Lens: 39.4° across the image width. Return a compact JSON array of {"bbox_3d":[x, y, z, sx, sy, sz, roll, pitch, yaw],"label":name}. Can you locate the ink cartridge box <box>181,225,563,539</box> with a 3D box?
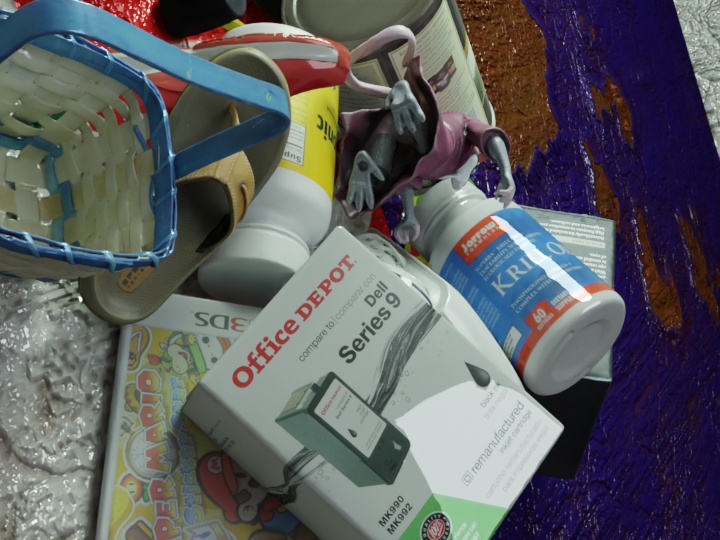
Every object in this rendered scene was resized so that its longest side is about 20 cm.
[{"bbox_3d":[0.006,0.095,0.649,0.200,0.084,0.146,41,65,0],"label":"ink cartridge box"}]

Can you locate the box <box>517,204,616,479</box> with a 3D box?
[{"bbox_3d":[0.188,0.076,1.042,0.198,0.116,0.201,91,10,-52],"label":"box"}]

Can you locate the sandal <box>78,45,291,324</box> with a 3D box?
[{"bbox_3d":[-0.106,-0.047,0.641,0.080,0.054,0.201,36,89,-27],"label":"sandal"}]

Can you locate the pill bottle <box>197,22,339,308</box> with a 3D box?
[{"bbox_3d":[-0.075,-0.079,0.773,0.111,0.110,0.202,35,49,-46],"label":"pill bottle"}]

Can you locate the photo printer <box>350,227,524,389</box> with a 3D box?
[{"bbox_3d":[0.061,0.060,0.866,0.167,0.069,0.200,54,-6,-29],"label":"photo printer"}]

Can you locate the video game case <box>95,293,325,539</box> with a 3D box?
[{"bbox_3d":[-0.078,0.119,0.672,0.180,0.023,0.202,9,64,-18],"label":"video game case"}]

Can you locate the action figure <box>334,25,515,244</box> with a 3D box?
[{"bbox_3d":[0.048,-0.104,0.829,0.199,0.133,0.150,-17,87,-60],"label":"action figure"}]

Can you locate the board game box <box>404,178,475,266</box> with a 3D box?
[{"bbox_3d":[0.093,-0.012,1.074,0.102,0.047,0.202,48,40,-38],"label":"board game box"}]

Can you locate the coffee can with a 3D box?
[{"bbox_3d":[0.031,-0.184,0.913,0.200,0.145,0.148,59,31,-52],"label":"coffee can"}]

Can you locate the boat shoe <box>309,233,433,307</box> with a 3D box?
[{"bbox_3d":[0.000,0.000,0.776,0.067,0.199,0.074,-49,118,-17],"label":"boat shoe"}]

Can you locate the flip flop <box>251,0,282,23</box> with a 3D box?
[{"bbox_3d":[-0.097,-0.292,0.872,0.200,0.081,0.058,35,32,-51],"label":"flip flop"}]

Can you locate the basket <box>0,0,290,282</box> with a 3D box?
[{"bbox_3d":[-0.160,-0.073,0.543,0.176,0.198,0.141,16,63,-55],"label":"basket"}]

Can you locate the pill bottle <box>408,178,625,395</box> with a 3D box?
[{"bbox_3d":[0.130,0.006,0.900,0.200,0.113,0.112,46,16,33],"label":"pill bottle"}]

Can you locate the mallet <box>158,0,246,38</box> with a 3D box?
[{"bbox_3d":[-0.083,-0.201,0.856,0.199,0.065,0.042,12,67,-56],"label":"mallet"}]

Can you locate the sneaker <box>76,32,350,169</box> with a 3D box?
[{"bbox_3d":[-0.101,-0.098,0.700,0.078,0.197,0.117,-124,-151,-86],"label":"sneaker"}]
